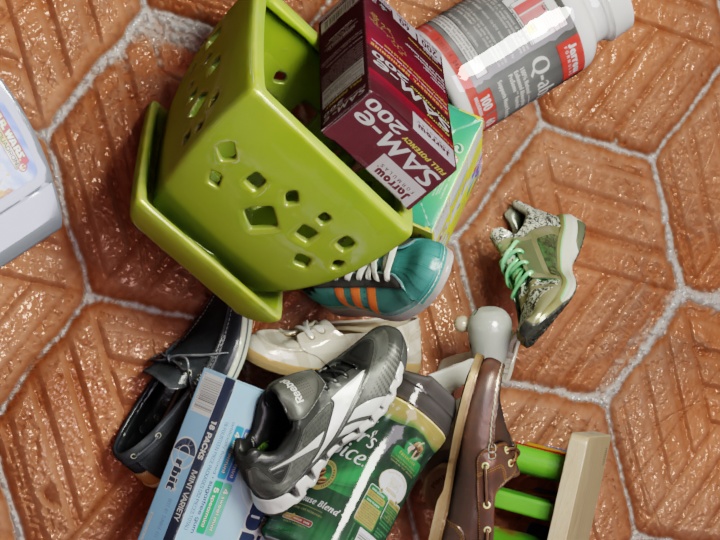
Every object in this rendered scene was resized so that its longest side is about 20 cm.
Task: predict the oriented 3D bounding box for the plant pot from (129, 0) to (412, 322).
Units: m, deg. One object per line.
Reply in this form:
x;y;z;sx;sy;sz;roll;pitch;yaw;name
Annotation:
-0.085;-0.089;1.597;0.181;0.200;0.200;-39;117;21;plant pot

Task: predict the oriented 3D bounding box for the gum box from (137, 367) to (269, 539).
-0.099;0.194;1.668;0.199;0.044;0.172;26;84;-53;gum box

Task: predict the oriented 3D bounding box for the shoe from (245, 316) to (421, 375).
-0.024;0.065;1.727;0.198;0.070;0.054;3;107;-37;shoe

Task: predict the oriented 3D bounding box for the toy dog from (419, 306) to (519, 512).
0.083;0.131;1.780;0.095;0.132;0.202;14;83;11;toy dog

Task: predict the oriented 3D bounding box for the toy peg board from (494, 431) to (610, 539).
0.167;0.248;1.812;0.097;0.199;0.202;13;89;14;toy peg board

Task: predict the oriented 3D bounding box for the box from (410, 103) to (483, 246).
0.072;-0.069;1.716;0.048;0.200;0.118;23;79;10;box

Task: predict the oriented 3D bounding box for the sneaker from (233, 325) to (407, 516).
-0.037;0.115;1.610;0.200;0.066;0.091;-48;134;-13;sneaker

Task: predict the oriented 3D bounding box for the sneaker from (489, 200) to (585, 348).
0.157;-0.001;1.781;0.088;0.201;0.077;29;122;-7;sneaker

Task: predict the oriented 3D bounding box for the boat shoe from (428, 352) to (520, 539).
0.112;0.178;1.696;0.070;0.070;0.202;13;102;12;boat shoe

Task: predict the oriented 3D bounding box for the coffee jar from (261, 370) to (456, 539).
0.001;0.178;1.666;0.085;0.104;0.201;45;68;-37;coffee jar

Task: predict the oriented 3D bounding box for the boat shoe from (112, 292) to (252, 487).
-0.158;0.096;1.659;0.062;0.074;0.201;30;86;-32;boat shoe

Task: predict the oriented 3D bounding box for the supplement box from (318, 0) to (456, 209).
0.021;-0.153;1.583;0.061;0.201;0.109;-38;119;23;supplement box

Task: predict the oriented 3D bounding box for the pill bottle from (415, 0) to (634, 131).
0.150;-0.219;1.744;0.199;0.116;0.117;-32;109;-8;pill bottle

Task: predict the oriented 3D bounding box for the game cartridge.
-0.340;-0.096;1.564;0.133;0.041;0.201;-34;109;-17;game cartridge

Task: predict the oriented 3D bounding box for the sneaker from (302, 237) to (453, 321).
0.000;0.000;1.659;0.079;0.199;0.072;28;69;-30;sneaker
